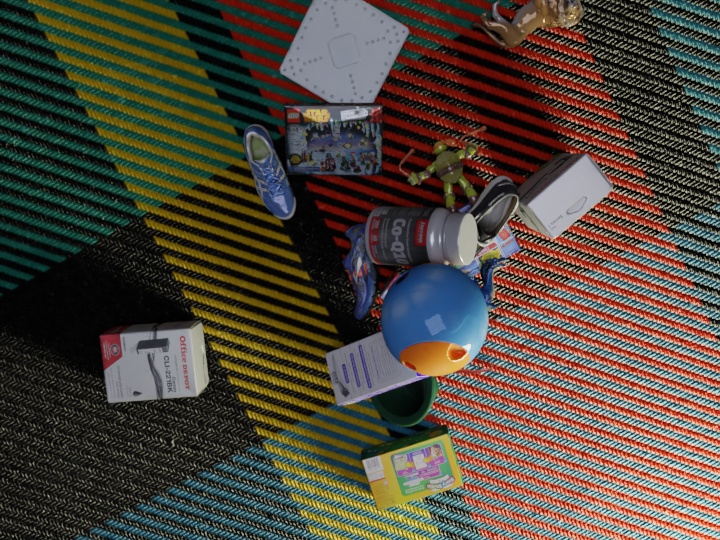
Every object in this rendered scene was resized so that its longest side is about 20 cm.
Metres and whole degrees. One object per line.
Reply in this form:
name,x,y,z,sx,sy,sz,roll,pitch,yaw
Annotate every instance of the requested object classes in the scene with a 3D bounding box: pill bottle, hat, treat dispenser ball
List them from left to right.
pill bottle,0.117,-0.064,1.352,0.196,0.113,0.117,4,100,31
hat,0.139,0.240,1.499,0.198,0.174,0.169,25,103,36
treat dispenser ball,0.134,0.089,1.279,0.196,0.201,0.206,0,98,2

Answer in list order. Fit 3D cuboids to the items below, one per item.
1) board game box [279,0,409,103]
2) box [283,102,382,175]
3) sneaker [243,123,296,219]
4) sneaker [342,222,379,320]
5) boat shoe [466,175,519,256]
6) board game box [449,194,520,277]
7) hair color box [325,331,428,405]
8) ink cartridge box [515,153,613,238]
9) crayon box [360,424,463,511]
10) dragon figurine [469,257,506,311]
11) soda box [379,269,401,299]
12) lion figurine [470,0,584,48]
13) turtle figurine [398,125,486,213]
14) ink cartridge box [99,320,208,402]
board game box,-0.033,-0.437,1.403,0.197,0.026,0.203,29,98,-3
box,-0.053,-0.263,1.406,0.195,0.040,0.140,0,112,2
sneaker,-0.190,-0.196,1.418,0.074,0.077,0.203,-24,98,4
sneaker,0.000,0.000,1.449,0.076,0.075,0.205,3,91,10
boat shoe,0.240,-0.086,1.363,0.073,0.061,0.201,21,119,-25
board game box,0.212,-0.056,1.443,0.197,0.034,0.137,-28,96,6
hair color box,0.032,0.192,1.423,0.197,0.064,0.112,-23,73,26
ink cartridge box,0.375,-0.148,1.341,0.146,0.200,0.085,-41,96,6
crayon box,0.110,0.422,1.504,0.196,0.058,0.121,-18,98,4
dragon figurine,0.216,0.050,1.404,0.198,0.059,0.101,-31,82,3
soda box,0.132,0.087,1.450,0.199,0.070,0.064,39,95,-3
lion figurine,0.325,-0.491,1.369,0.198,0.073,0.123,-31,106,20
turtle figurine,0.188,-0.196,1.392,0.197,0.064,0.164,-25,88,-6
ink cartridge box,-0.431,0.190,1.478,0.195,0.084,0.148,-5,97,2
